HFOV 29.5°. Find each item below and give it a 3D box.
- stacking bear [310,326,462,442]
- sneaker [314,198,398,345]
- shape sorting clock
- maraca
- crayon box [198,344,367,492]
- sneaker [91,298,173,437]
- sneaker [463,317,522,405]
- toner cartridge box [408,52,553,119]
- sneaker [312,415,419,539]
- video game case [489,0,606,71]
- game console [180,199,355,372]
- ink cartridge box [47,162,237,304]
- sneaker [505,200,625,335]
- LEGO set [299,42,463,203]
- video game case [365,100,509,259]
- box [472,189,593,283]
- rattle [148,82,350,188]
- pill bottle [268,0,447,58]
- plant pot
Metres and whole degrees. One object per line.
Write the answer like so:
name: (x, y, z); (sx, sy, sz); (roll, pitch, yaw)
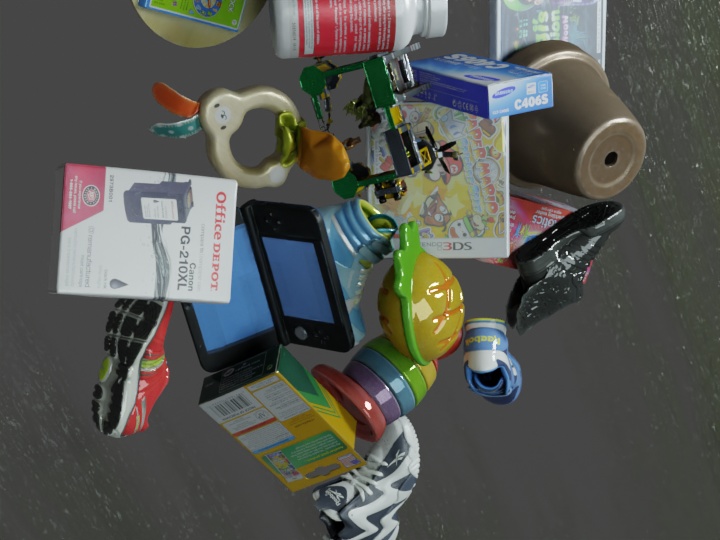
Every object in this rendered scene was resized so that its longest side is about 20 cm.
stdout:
stacking bear: (0.053, 0.121, 1.807); (0.200, 0.113, 0.122); (-42, 134, -20)
sneaker: (0.000, 0.000, 1.725); (0.130, 0.080, 0.201); (-18, 119, 9)
shape sorting clock: (-0.180, -0.354, 1.553); (0.199, 0.039, 0.201); (-13, 115, -29)
maraca: (0.071, 0.030, 1.700); (0.106, 0.138, 0.201); (-4, 136, 16)
crayon box: (-0.094, 0.190, 1.738); (0.125, 0.052, 0.200); (-24, 126, 25)
sneaker: (-0.263, 0.104, 1.652); (0.085, 0.077, 0.201); (10, 103, -52)
sneaker: (0.176, 0.143, 1.867); (0.073, 0.083, 0.200); (-6, 147, 14)
toner cartridge box: (0.141, -0.229, 1.684); (0.095, 0.200, 0.043); (-15, 112, -25)
sneaker: (-0.001, 0.288, 1.844); (0.129, 0.079, 0.200); (0, 116, -39)
video game case: (0.251, -0.336, 1.818); (0.181, 0.023, 0.201); (-12, 112, -26)
game console: (-0.121, 0.028, 1.668); (0.118, 0.170, 0.201); (-39, 124, -41)
ink cartridge box: (-0.246, -0.039, 1.556); (0.199, 0.084, 0.146); (4, 88, -20)
sneaker: (0.272, -0.004, 1.802); (0.199, 0.060, 0.105); (-29, 119, -12)
LEGO set: (0.025, -0.190, 1.676); (0.116, 0.153, 0.201); (-32, 101, -55)
video game case: (0.098, -0.114, 1.735); (0.181, 0.023, 0.201); (0, 102, 6)
box: (0.217, -0.054, 1.846); (0.199, 0.100, 0.096); (11, 100, -33)
rattle: (-0.135, -0.153, 1.593); (0.199, 0.143, 0.130); (25, 111, -39)
pill bottle: (-0.004, -0.307, 1.579); (0.199, 0.112, 0.113); (-5, 110, -6)
plant pot: (0.276, -0.177, 1.777); (0.199, 0.175, 0.201); (-16, 124, -25)
